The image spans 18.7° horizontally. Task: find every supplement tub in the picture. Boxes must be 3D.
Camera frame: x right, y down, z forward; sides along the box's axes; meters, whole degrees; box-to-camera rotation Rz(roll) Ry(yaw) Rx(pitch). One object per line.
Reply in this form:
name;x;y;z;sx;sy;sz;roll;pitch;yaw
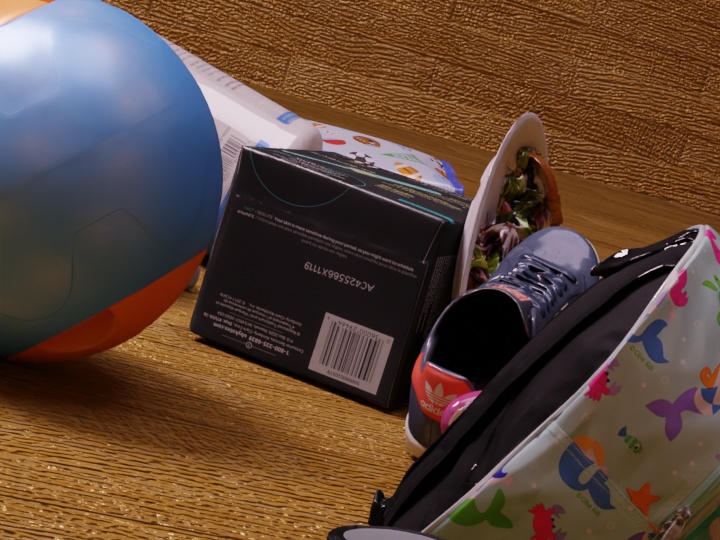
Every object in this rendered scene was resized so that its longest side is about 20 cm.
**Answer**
supplement tub;-0.142;-0.101;1.707;0.199;0.132;0.132;31;11;10

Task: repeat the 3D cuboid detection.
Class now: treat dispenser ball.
treat dispenser ball;-0.174;-0.051;1.176;0.200;0.202;0.201;17;8;-3

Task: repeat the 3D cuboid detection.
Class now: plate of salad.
plate of salad;0.103;-0.003;1.440;0.048;0.201;0.200;12;7;16

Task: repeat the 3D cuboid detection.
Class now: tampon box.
tampon box;0.000;0.000;1.464;0.149;0.127;0.200;20;8;16

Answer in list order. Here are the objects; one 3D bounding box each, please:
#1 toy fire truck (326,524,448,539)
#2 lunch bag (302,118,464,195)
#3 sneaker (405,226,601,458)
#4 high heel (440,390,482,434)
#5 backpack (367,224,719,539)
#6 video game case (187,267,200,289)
toy fire truck;0.049;0.162;0.612;0.199;0.129;0.176;10;5;24
lunch bag;-0.012;-0.062;1.874;0.169;0.124;0.200;15;16;-10
sneaker;0.091;0.027;1.287;0.075;0.085;0.200;19;48;17
high heel;0.099;0.093;1.246;0.199;0.068;0.096;15;14;-41
backpack;0.113;0.081;0.929;0.150;0.200;0.178;38;8;3
video game case;-0.237;-0.038;1.593;0.199;0.022;0.182;14;9;-27
